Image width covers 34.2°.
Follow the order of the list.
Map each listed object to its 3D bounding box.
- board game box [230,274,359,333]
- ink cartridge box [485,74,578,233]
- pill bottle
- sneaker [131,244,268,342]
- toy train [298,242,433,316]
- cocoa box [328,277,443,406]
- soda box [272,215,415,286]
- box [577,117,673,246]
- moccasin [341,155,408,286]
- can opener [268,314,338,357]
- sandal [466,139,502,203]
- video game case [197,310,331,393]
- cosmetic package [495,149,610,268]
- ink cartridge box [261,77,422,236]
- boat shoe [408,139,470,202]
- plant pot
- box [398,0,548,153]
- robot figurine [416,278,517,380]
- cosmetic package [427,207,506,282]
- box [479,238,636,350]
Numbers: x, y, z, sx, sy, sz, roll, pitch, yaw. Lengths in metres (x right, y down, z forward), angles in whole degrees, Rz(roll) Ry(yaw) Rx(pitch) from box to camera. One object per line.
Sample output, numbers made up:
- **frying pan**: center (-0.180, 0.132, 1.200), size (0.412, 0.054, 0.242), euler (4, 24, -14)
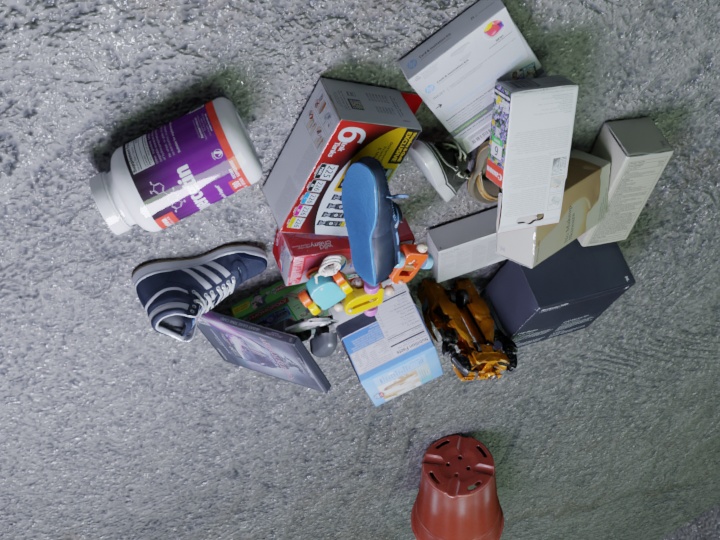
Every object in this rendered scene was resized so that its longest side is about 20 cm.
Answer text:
- **board game box**: center (-0.088, 0.053, 1.820), size (0.198, 0.029, 0.135), euler (-26, 145, 1)
- **ink cartridge box**: center (0.230, -0.159, 1.597), size (0.107, 0.050, 0.203), euler (-10, 120, -24)
- **pill bottle**: center (-0.226, -0.122, 1.433), size (0.198, 0.113, 0.113), euler (-27, 146, 1)
- **sneaker**: center (-0.213, 0.033, 1.645), size (0.197, 0.109, 0.071), euler (-11, 144, -20)
- **toy train**: center (0.000, 0.000, 1.664), size (0.198, 0.056, 0.151), euler (-1, 138, -37)
- **cocoa box**: center (0.044, 0.115, 1.851), size (0.132, 0.133, 0.200), euler (-25, 161, 0)
- **soda box**: center (-0.025, -0.038, 1.706), size (0.197, 0.071, 0.064), euler (-9, 143, -23)
- **box**: center (0.401, -0.137, 1.837), size (0.094, 0.078, 0.201), euler (-8, 142, -24)
- **moccasin**: center (0.019, -0.074, 1.534), size (0.068, 0.080, 0.202), euler (-32, 145, -26)
- **can opener**: center (-0.098, 0.106, 1.730), size (0.053, 0.068, 0.199), euler (1, 165, -33)
- **sandal**: center (0.202, -0.136, 1.711), size (0.079, 0.055, 0.200), euler (-22, 162, -6)
- **video game case**: center (-0.151, 0.118, 1.743), size (0.019, 0.198, 0.143), euler (-60, 147, -23)
- **cosmetic package**: center (0.287, -0.094, 1.740), size (0.199, 0.071, 0.107), euler (-32, 133, -39)
- **ink cartridge box**: center (-0.010, -0.145, 1.564), size (0.173, 0.085, 0.201), euler (1, 137, -34)
- **boat shoe**: center (0.113, -0.153, 1.628), size (0.063, 0.071, 0.200), euler (-39, 167, 5)
- **plant pot**: center (0.200, 0.454, 2.395), size (0.198, 0.202, 0.197), euler (-16, 136, -13)
- **box**: center (0.159, -0.259, 1.562), size (0.155, 0.042, 0.200), euler (-35, 145, 12)
- **robot figurine**: center (0.172, 0.100, 1.894), size (0.143, 0.202, 0.059), euler (0, 139, -30)
- **cosmetic package**: center (0.203, -0.053, 1.846), size (0.197, 0.051, 0.083), euler (-18, 147, -11)
- **box**: center (0.320, 0.035, 1.943), size (0.197, 0.105, 0.182), euler (-13, 159, -25)
